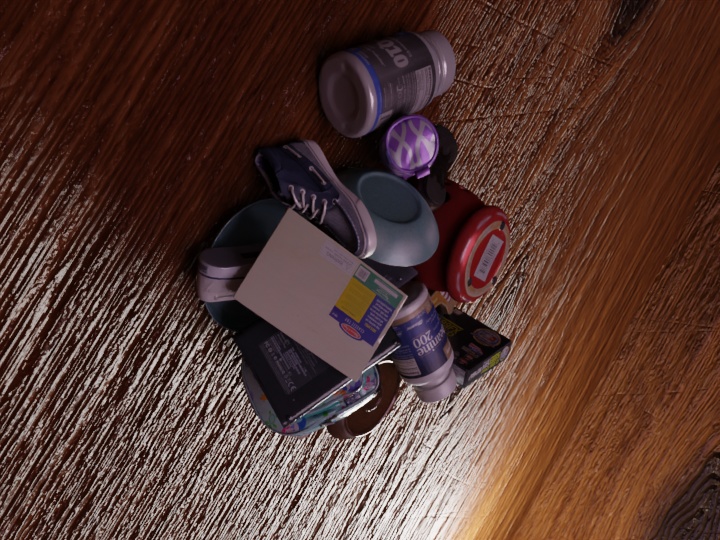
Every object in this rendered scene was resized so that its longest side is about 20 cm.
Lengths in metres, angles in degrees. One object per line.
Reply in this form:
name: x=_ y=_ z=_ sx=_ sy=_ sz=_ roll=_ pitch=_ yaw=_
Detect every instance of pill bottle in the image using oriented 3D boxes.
pill bottle: x=0.104 y=0.133 z=1.088 sx=0.110 sy=0.110 sz=0.205 roll=-36 pitch=112 yaw=-28
pill bottle: x=0.044 y=-0.278 z=0.870 sx=0.197 sy=0.112 sz=0.117 roll=-32 pitch=134 yaw=-35

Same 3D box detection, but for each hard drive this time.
hard drive: x=-0.058 y=0.097 z=0.826 sx=0.197 sy=0.142 sz=0.033 roll=-32 pitch=170 yaw=-13
hard drive: x=0.000 y=0.000 z=0.971 sx=0.134 sy=0.043 sz=0.198 roll=-37 pitch=149 yaw=17

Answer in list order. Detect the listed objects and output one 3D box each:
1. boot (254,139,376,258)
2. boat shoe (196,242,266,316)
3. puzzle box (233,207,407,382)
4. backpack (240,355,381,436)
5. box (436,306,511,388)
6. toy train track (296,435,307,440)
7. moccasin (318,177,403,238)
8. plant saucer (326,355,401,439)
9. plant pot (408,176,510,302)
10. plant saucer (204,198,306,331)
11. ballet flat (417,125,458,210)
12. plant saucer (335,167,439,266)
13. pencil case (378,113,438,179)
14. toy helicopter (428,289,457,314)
boot: x=-0.064 y=-0.090 z=0.803 sx=0.088 sy=0.202 sz=0.074 roll=-18 pitch=151 yaw=-37
boat shoe: x=-0.133 y=0.018 z=0.828 sx=0.197 sy=0.074 sz=0.089 roll=-7 pitch=124 yaw=-41
puzzle box: x=-0.050 y=0.034 z=0.777 sx=0.198 sy=0.025 sz=0.135 roll=36 pitch=85 yaw=-12
backpack: x=-0.080 y=0.151 z=0.909 sx=0.196 sy=0.182 sz=0.151 roll=-28 pitch=165 yaw=2
box: x=0.184 y=0.141 z=1.227 sx=0.157 sy=0.198 sz=0.046 roll=-21 pitch=130 yaw=-39
toy train track: x=-0.036 y=0.204 z=1.008 sx=0.032 sy=0.114 sz=0.201 roll=40 pitch=84 yaw=-14
moccasin: x=0.013 y=-0.099 z=0.972 sx=0.198 sy=0.077 sz=0.076 roll=-22 pitch=129 yaw=-41
plant saucer: x=0.014 y=0.231 z=1.117 sx=0.197 sy=0.034 sz=0.206 roll=-28 pitch=131 yaw=-37
plant pot: x=0.162 y=-0.056 z=1.097 sx=0.197 sy=0.180 sz=0.207 roll=-25 pitch=129 yaw=-36
plant saucer: x=-0.151 y=-0.010 z=0.874 sx=0.197 sy=0.027 sz=0.206 roll=-29 pitch=133 yaw=-36
ballet flat: x=0.129 y=-0.177 z=1.044 sx=0.066 sy=0.046 sz=0.204 roll=30 pitch=50 yaw=-19
plant saucer: x=0.037 y=-0.096 z=0.899 sx=0.198 sy=0.202 sz=0.039 roll=-23 pitch=153 yaw=-39
pencil case: x=0.071 y=-0.183 z=0.904 sx=0.082 sy=0.200 sz=0.087 roll=-29 pitch=99 yaw=5
toy helicopter: x=0.158 y=0.038 z=1.230 sx=0.199 sy=0.077 sz=0.136 roll=-40 pitch=122 yaw=-38
